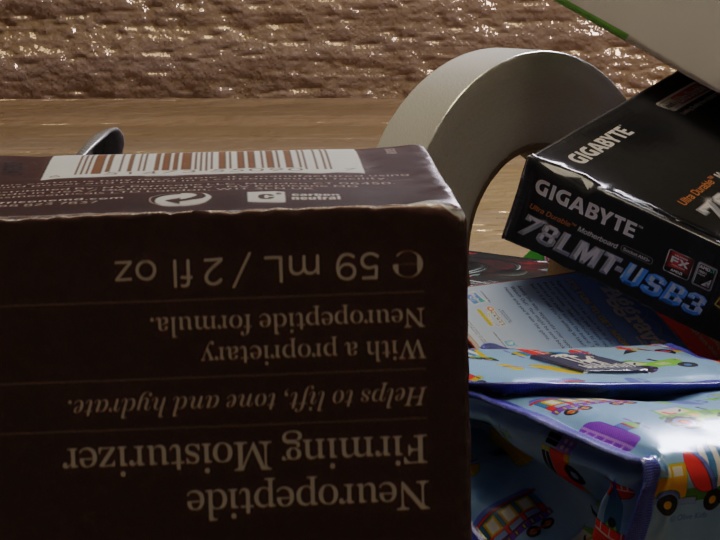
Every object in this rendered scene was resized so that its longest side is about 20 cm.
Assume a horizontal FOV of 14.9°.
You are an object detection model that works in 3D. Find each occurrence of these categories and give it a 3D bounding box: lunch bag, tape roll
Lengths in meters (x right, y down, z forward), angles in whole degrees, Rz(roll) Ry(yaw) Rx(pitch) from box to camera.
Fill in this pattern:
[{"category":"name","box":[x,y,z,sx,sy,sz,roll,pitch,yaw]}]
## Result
[{"category":"lunch bag","box":[0.104,0.074,1.061,0.150,0.094,0.200,-3,20,-31]},{"category":"tape roll","box":[0.077,-0.011,1.389,0.037,0.204,0.202,8,13,44]}]

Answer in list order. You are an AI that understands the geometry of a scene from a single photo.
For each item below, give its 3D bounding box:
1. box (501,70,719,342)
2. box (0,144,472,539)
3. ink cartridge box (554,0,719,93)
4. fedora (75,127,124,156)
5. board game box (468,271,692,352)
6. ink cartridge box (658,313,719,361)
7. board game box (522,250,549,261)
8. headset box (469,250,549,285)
[{"category":"box","box":[0.192,-0.016,1.248,0.198,0.050,0.200,28,25,19]},{"category":"box","box":[-0.049,0.066,0.913,0.165,0.201,0.164,-2,9,-3]},{"category":"ink cartridge box","box":[0.203,-0.134,1.367,0.200,0.084,0.145,10,18,-47]},{"category":"fedora","box":[-0.137,0.019,1.458,0.090,0.177,0.200,25,-3,-3]},{"category":"board game box","box":[0.117,0.068,1.159,0.103,0.020,0.200,-8,40,-30]},{"category":"ink cartridge box","box":[0.212,0.033,1.298,0.199,0.067,0.116,6,27,-28]},{"category":"board game box","box":[0.203,-0.025,1.520,0.152,0.040,0.200,11,-34,-26]},{"category":"headset box","box":[0.023,0.040,1.472,0.199,0.075,0.148,-10,12,-43]}]
